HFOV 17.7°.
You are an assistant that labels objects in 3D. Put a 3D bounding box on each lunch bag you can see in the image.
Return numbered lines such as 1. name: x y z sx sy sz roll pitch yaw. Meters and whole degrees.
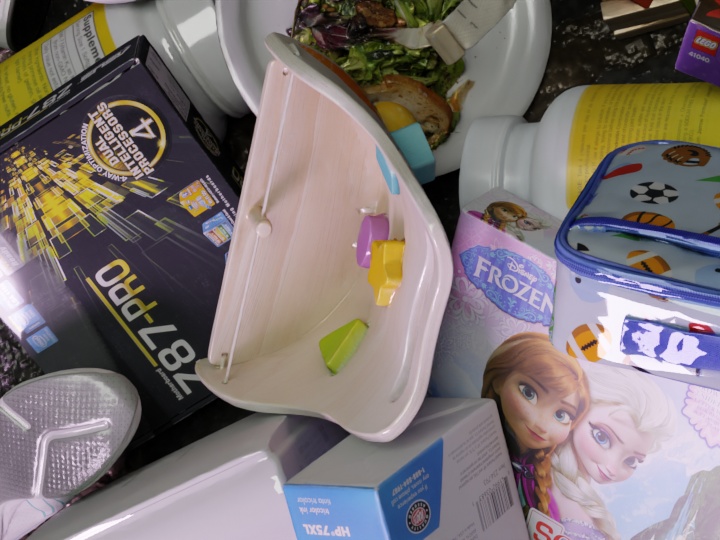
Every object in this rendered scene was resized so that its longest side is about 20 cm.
1. lunch bag: 0.194 0.006 1.100 0.198 0.160 0.076 11 117 17

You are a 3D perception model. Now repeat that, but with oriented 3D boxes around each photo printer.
1. photo printer: -0.104 0.144 1.292 0.199 0.166 0.070 -26 94 16

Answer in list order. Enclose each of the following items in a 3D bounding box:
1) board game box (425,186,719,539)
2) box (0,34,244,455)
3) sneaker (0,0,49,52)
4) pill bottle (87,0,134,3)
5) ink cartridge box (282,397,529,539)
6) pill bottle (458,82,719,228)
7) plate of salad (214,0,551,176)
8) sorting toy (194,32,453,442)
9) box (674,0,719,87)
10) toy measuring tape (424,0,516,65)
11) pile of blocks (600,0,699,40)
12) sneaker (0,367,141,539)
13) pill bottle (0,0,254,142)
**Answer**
1. board game box: 0.120 0.087 1.225 0.199 0.041 0.201 28 124 24
2. box: -0.134 -0.011 1.332 0.160 0.049 0.201 -30 112 13
3. sneaker: -0.245 -0.248 1.467 0.120 0.084 0.202 14 86 13
4. pill bottle: -0.139 -0.257 1.366 0.110 0.111 0.201 -16 36 18
5. ink cartridge box: 0.040 0.181 1.223 0.067 0.116 0.202 -2 109 38
6. pill bottle: 0.159 -0.045 1.250 0.198 0.112 0.113 1 80 21
7. plate of salad: 0.016 -0.151 1.320 0.198 0.048 0.202 2 79 -10
8. sorting toy: 0.000 0.000 1.221 0.180 0.106 0.202 -131 50 -61
9. box: 0.277 -0.123 1.194 0.199 0.039 0.137 23 52 8
10. toy measuring tape: 0.090 -0.184 1.306 0.073 0.074 0.200 30 63 23
11. pile of blocks: 0.218 -0.161 1.276 0.199 0.062 0.083 14 85 23
12. sneaker: -0.190 0.109 1.346 0.200 0.080 0.071 -37 85 35
13. pill bottle: -0.151 -0.097 1.381 0.199 0.114 0.115 -30 71 13
